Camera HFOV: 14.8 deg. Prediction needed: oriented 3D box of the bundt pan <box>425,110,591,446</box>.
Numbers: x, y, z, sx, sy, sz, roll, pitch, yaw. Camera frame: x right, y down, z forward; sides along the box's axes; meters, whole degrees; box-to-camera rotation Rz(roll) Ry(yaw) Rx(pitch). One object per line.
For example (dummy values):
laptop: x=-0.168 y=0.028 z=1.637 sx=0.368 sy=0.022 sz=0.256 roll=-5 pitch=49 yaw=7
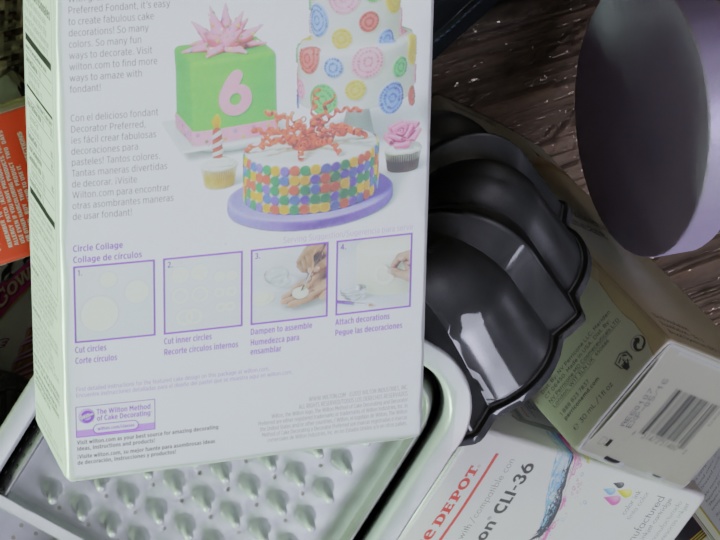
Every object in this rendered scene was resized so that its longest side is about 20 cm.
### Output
bundt pan: x=0.000 y=0.000 z=1.268 sx=0.202 sy=0.202 sz=0.076 roll=-35 pitch=130 yaw=-8

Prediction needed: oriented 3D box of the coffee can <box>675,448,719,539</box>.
coffee can: x=0.151 y=0.106 z=1.549 sx=0.146 sy=0.146 sz=0.200 roll=-41 pitch=143 yaw=0

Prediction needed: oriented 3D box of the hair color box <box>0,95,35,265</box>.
hair color box: x=-0.137 y=-0.038 z=1.117 sx=0.200 sy=0.102 sz=0.061 roll=-18 pitch=96 yaw=-10

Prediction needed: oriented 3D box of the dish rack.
dish rack: x=-0.068 y=0.084 z=1.167 sx=0.172 sy=0.044 sz=0.200 roll=31 pitch=98 yaw=-14

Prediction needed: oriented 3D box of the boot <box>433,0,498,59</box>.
boot: x=0.057 y=-0.141 z=1.279 sx=0.162 sy=0.073 sz=0.198 roll=-43 pitch=157 yaw=17

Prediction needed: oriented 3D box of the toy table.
toy table: x=0.183 y=-0.081 z=1.300 sx=0.117 sy=0.200 sz=0.184 roll=-10 pitch=94 yaw=-11

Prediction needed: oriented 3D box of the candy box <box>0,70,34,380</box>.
candy box: x=-0.168 y=0.022 z=1.255 sx=0.136 sy=0.061 sz=0.200 roll=-34 pitch=142 yaw=-9

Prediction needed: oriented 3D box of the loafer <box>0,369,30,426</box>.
loafer: x=-0.189 y=0.077 z=1.200 sx=0.070 sy=0.075 sz=0.200 roll=-14 pitch=151 yaw=25

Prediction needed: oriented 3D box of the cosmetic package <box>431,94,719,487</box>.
cosmetic package: x=0.097 y=0.010 z=1.360 sx=0.073 sy=0.200 sz=0.103 roll=-51 pitch=143 yaw=14

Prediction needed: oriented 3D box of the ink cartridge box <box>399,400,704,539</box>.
ink cartridge box: x=0.054 y=0.114 z=1.350 sx=0.200 sy=0.068 sz=0.117 roll=18 pitch=114 yaw=-36

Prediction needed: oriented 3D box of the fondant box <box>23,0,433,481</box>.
fondant box: x=-0.050 y=-0.028 z=1.055 sx=0.144 sy=0.058 sz=0.200 roll=-6 pitch=114 yaw=-17
